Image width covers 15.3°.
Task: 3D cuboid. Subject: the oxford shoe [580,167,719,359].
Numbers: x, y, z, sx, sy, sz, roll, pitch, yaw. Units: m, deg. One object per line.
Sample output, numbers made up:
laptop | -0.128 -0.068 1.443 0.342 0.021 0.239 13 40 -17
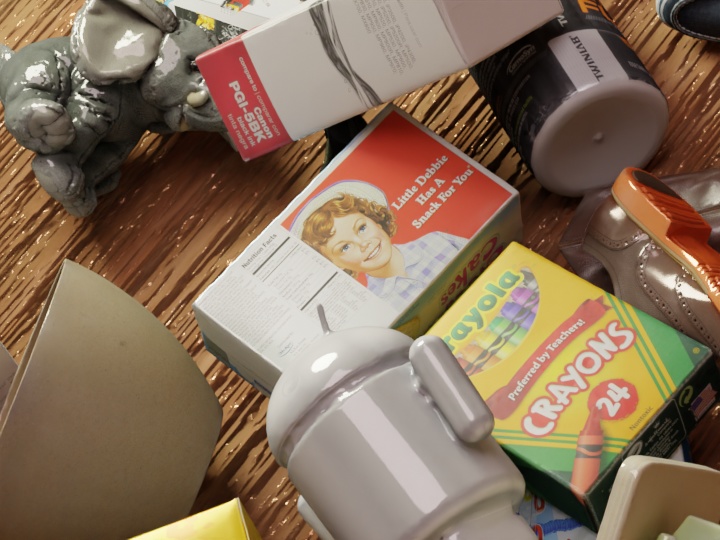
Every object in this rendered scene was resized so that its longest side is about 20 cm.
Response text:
oxford shoe | 0.211 0.024 1.693 0.073 0.071 0.200 -53 49 21

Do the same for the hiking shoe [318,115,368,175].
hiking shoe | -0.029 -0.028 1.862 0.101 0.076 0.200 -10 51 9

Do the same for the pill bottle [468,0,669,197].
pill bottle | 0.129 -0.152 1.882 0.106 0.106 0.200 -27 49 -1

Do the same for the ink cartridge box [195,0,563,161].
ink cartridge box | 0.014 -0.158 1.804 0.200 0.083 0.147 -20 8 37

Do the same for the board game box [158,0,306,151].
board game box | -0.094 -0.188 2.041 0.126 0.035 0.200 -34 49 -7

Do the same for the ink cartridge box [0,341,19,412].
ink cartridge box | -0.331 0.027 1.850 0.146 0.200 0.086 31 70 37

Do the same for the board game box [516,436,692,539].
board game box | 0.113 0.161 1.672 0.196 0.056 0.200 -13 50 10

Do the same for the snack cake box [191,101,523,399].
snack cake box | 0.000 0.000 1.762 0.115 0.067 0.200 36 70 23

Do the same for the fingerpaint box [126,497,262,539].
fingerpaint box | -0.111 0.241 1.596 0.167 0.200 0.073 -21 48 5

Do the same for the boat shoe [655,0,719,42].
boat shoe | 0.300 -0.170 1.854 0.200 0.071 0.091 -2 48 16

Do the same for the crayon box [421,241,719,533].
crayon box | 0.110 0.064 1.679 0.200 0.051 0.127 29 68 36

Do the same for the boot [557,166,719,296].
boot | 0.232 0.005 1.751 0.200 0.064 0.186 -13 49 14

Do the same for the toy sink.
toy sink | 0.191 0.217 1.494 0.112 0.130 0.200 18 92 31

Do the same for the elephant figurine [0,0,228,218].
elephant figurine | -0.154 -0.138 1.949 0.200 0.155 0.142 -32 13 5

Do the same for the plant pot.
plant pot | -0.168 0.109 1.753 0.134 0.200 0.200 21 56 -8

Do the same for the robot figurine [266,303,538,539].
robot figurine | 0.020 0.115 1.611 0.113 0.170 0.200 -13 59 -48
